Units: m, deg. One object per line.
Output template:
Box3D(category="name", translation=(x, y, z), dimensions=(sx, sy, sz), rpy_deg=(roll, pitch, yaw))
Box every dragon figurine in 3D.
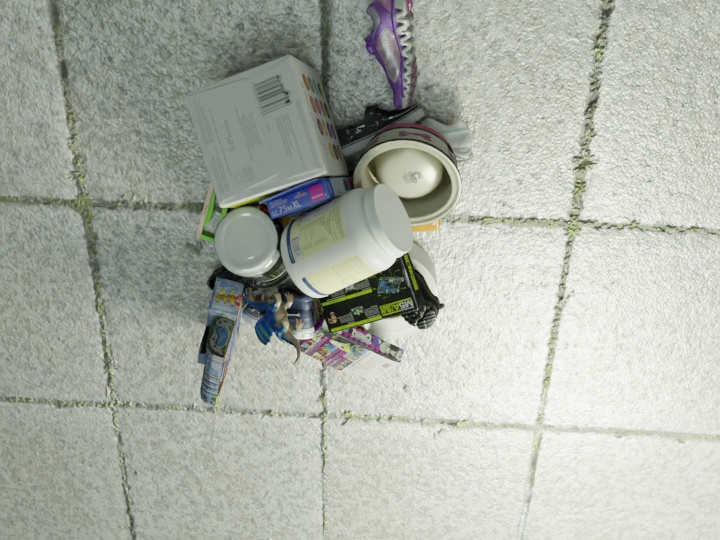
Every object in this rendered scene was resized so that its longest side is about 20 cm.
Box3D(category="dragon figurine", translation=(-0.165, 0.109, 1.620), dimensions=(0.058, 0.203, 0.099), rpy_deg=(1, 147, -47))

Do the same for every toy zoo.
Box3D(category="toy zoo", translation=(-0.220, -0.093, 1.674), dimensions=(0.196, 0.021, 0.133), rpy_deg=(18, 118, -7))

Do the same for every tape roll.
Box3D(category="tape roll", translation=(0.059, 0.037, 1.700), dimensions=(0.198, 0.071, 0.206), rpy_deg=(1, 119, 2))

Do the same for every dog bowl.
Box3D(category="dog bowl", translation=(0.086, -0.177, 1.499), dimensions=(0.195, 0.075, 0.202), rpy_deg=(6, 137, 5))

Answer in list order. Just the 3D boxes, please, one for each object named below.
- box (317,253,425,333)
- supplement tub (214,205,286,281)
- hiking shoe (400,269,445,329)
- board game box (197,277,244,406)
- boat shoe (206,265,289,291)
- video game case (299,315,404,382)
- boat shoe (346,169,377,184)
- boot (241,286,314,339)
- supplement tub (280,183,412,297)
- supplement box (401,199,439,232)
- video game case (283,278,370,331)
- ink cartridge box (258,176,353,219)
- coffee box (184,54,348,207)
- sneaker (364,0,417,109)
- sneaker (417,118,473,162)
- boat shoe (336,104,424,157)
Box3D(category="box", translation=(0.000, 0.000, 1.546), dimensions=(0.197, 0.047, 0.197), rpy_deg=(-17, 98, 28))
Box3D(category="supplement tub", translation=(-0.190, -0.045, 1.538), dimensions=(0.120, 0.200, 0.126), rpy_deg=(0, 85, 4))
Box3D(category="hiking shoe", translation=(0.073, 0.026, 1.604), dimensions=(0.200, 0.101, 0.076), rpy_deg=(44, 118, 3))
Box3D(category="board game box", translation=(-0.283, 0.126, 1.673), dimensions=(0.060, 0.202, 0.202), rpy_deg=(13, 132, -3))
Box3D(category="boat shoe", translation=(-0.225, 0.007, 1.673), dimensions=(0.196, 0.066, 0.076), rpy_deg=(-4, 101, 28))
Box3D(category="video game case", translation=(-0.025, 0.165, 1.732), dimensions=(0.179, 0.036, 0.200), rpy_deg=(25, 155, -10))
Box3D(category="boat shoe", translation=(-0.062, -0.169, 1.593), dimensions=(0.196, 0.073, 0.073), rpy_deg=(-16, 116, 12))
Box3D(category="boot", translation=(-0.166, 0.072, 1.705), dimensions=(0.197, 0.072, 0.092), rpy_deg=(13, 105, 38))
Box3D(category="supplement tub", translation=(-0.023, -0.052, 1.436), dimensions=(0.197, 0.146, 0.146), rpy_deg=(-23, 116, 28))
Box3D(category="supplement box", translation=(0.056, -0.116, 1.618), dimensions=(0.195, 0.069, 0.068), rpy_deg=(-4, 122, 3))
Box3D(category="video game case", translation=(-0.077, 0.023, 1.665), dimensions=(0.179, 0.023, 0.204), rpy_deg=(5, 122, 30))
Box3D(category="ink cartridge box", translation=(-0.087, -0.129, 1.472), dimensions=(0.117, 0.200, 0.043), rpy_deg=(-19, 89, 19))
Box3D(category="coffee box", translation=(-0.156, -0.234, 1.459), dimensions=(0.196, 0.198, 0.204), rpy_deg=(-17, 91, 12))
Box3D(category="sneaker", translation=(0.052, -0.386, 1.469), dimensions=(0.086, 0.081, 0.204), rpy_deg=(-1, 114, 12))
Box3D(category="sneaker", translation=(0.112, -0.239, 1.555), dimensions=(0.196, 0.070, 0.082), rpy_deg=(-2, 94, 11))
Box3D(category="boat shoe", translation=(0.020, -0.269, 1.541), dimensions=(0.197, 0.070, 0.067), rpy_deg=(-22, 100, 20))
